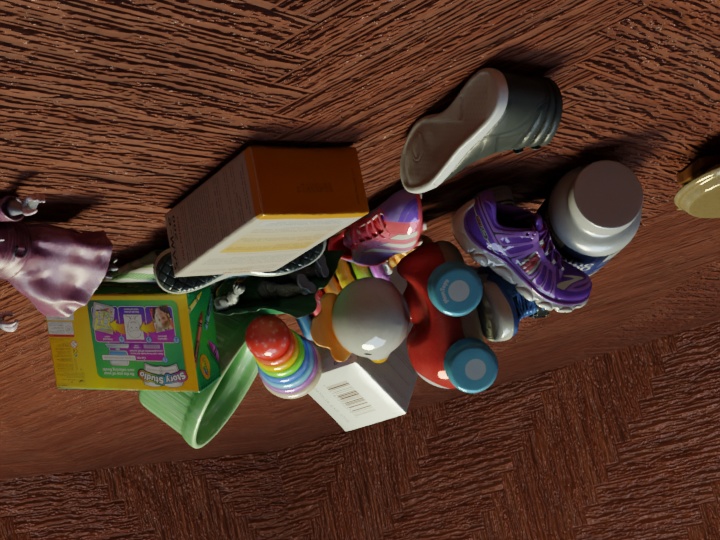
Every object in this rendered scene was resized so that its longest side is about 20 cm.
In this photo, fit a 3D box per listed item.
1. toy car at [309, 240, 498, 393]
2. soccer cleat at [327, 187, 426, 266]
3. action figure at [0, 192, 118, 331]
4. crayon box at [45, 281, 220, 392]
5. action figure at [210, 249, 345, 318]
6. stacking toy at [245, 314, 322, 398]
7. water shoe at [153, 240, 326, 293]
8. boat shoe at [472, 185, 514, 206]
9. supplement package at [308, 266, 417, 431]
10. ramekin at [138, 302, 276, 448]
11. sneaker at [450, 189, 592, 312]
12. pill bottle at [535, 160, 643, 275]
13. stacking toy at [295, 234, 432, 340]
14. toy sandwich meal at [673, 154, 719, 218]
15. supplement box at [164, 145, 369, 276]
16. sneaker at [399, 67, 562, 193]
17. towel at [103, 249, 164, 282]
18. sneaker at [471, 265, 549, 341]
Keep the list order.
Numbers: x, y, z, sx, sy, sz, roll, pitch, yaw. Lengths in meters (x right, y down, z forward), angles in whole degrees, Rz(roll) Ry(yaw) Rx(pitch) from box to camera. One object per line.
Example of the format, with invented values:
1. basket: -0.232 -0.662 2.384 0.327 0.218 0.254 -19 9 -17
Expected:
1. toy car: 0.040 0.068 1.460 0.199 0.178 0.184 -13 -169 -4
2. soccer cleat: 0.020 -0.047 1.437 0.076 0.067 0.200 -3 168 -17
3. action figure: -0.338 -0.027 1.183 0.149 0.135 0.200 34 -173 41
4. crayon box: -0.271 0.077 1.448 0.199 0.120 0.058 0 -166 20
5. action figure: -0.121 0.018 1.474 0.199 0.055 0.118 -10 -149 43
6. stacking toy: -0.104 0.103 1.534 0.085 0.086 0.200 -13 163 5
7. water shoe: -0.140 -0.029 1.399 0.199 0.072 0.079 -11 -165 -8
8. boat shoe: 0.165 -0.046 1.546 0.072 0.071 0.200 -13 167 4
9. supplement package: 0.012 0.101 1.706 0.117 0.201 0.117 -22 123 38
10. ramekin: -0.200 0.119 1.589 0.097 0.201 0.200 30 171 9
11. sneaker: 0.199 -0.022 1.419 0.199 0.081 0.083 31 121 -24
12. pill bottle: 0.274 -0.063 1.482 0.110 0.112 0.200 -10 167 -6
13. stacking toy: 0.000 0.000 1.570 0.199 0.110 0.116 -25 -179 7
14. toy sandwich meal: 0.474 -0.125 1.516 0.204 0.071 0.205 -10 163 -3
15. supplement box: -0.099 -0.058 1.239 0.125 0.074 0.200 -3 165 -35
16. sneaker: 0.116 -0.123 1.155 0.099 0.071 0.200 1 159 -28
17. towel: -0.257 0.015 1.535 0.199 0.024 0.152 -22 163 39
18. sneaker: 0.191 0.031 1.488 0.110 0.077 0.200 -8 -171 -5
